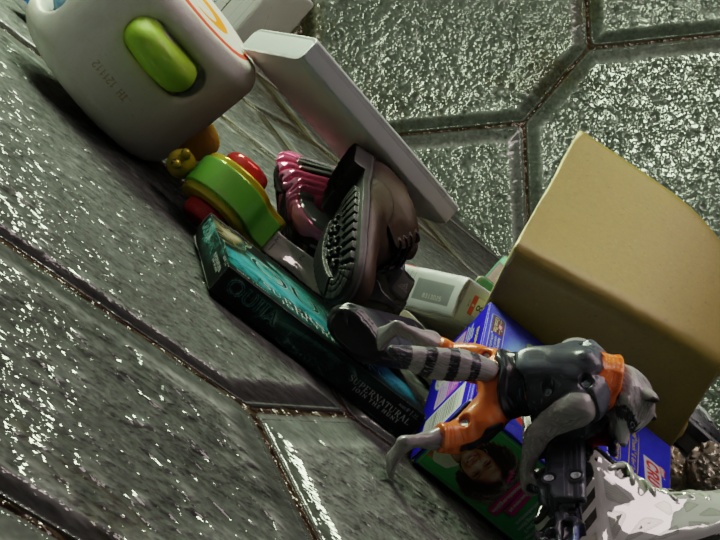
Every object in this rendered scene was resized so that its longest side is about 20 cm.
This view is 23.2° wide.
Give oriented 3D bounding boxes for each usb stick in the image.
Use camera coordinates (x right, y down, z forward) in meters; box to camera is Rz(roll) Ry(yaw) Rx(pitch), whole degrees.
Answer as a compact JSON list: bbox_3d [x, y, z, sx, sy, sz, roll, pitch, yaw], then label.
[{"bbox_3d":[0.021,0.054,1.380,0.055,0.033,0.200,43,7,15],"label":"usb stick"}]

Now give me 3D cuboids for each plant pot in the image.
[{"bbox_3d":[0.215,0.040,1.509,0.200,0.195,0.196,27,42,5],"label":"plant pot"}]

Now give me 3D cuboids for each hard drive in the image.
[{"bbox_3d":[-0.009,-0.125,1.522,0.200,0.026,0.132,48,-12,-26],"label":"hard drive"}]

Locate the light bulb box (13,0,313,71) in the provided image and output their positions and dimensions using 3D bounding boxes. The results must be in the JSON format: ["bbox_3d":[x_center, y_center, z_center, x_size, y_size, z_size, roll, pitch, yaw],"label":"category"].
[{"bbox_3d":[-0.192,-0.263,1.718,0.200,0.198,0.125,44,6,12],"label":"light bulb box"}]

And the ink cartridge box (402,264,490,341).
[{"bbox_3d":[0.105,0.050,1.725,0.200,0.050,0.162,27,-9,-41],"label":"ink cartridge box"}]

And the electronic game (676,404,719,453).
[{"bbox_3d":[0.326,0.152,1.742,0.200,0.042,0.200,42,6,-5],"label":"electronic game"}]

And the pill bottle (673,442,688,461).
[{"bbox_3d":[0.238,0.166,1.780,0.200,0.104,0.104,45,8,29],"label":"pill bottle"}]

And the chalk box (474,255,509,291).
[{"bbox_3d":[0.179,0.079,1.913,0.200,0.125,0.124,34,10,-37],"label":"chalk box"}]

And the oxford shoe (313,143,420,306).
[{"bbox_3d":[0.013,-0.029,1.415,0.084,0.073,0.200,31,32,-13],"label":"oxford shoe"}]

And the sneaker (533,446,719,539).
[{"bbox_3d":[0.213,0.163,1.269,0.116,0.200,0.076,67,-27,4],"label":"sneaker"}]

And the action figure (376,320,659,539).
[{"bbox_3d":[0.113,0.101,1.207,0.193,0.105,0.200,-1,40,-4],"label":"action figure"}]

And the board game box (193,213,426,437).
[{"bbox_3d":[-0.042,0.042,1.365,0.200,0.028,0.135,39,8,-21],"label":"board game box"}]

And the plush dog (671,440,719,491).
[{"bbox_3d":[0.220,0.183,1.568,0.171,0.161,0.200,8,31,-40],"label":"plush dog"}]

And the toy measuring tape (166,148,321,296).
[{"bbox_3d":[-0.081,-0.040,1.432,0.200,0.074,0.074,37,6,12],"label":"toy measuring tape"}]

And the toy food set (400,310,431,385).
[{"bbox_3d":[0.127,0.116,1.673,0.200,0.060,0.144,34,10,-46],"label":"toy food set"}]

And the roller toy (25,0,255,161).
[{"bbox_3d":[-0.194,-0.193,1.526,0.183,0.140,0.200,55,10,20],"label":"roller toy"}]

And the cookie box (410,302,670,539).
[{"bbox_3d":[0.147,0.145,1.374,0.200,0.075,0.171,39,26,-8],"label":"cookie box"}]

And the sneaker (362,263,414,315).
[{"bbox_3d":[0.000,0.000,1.617,0.074,0.081,0.200,37,8,-32],"label":"sneaker"}]

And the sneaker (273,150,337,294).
[{"bbox_3d":[-0.049,-0.040,1.563,0.079,0.096,0.200,16,21,-8],"label":"sneaker"}]
